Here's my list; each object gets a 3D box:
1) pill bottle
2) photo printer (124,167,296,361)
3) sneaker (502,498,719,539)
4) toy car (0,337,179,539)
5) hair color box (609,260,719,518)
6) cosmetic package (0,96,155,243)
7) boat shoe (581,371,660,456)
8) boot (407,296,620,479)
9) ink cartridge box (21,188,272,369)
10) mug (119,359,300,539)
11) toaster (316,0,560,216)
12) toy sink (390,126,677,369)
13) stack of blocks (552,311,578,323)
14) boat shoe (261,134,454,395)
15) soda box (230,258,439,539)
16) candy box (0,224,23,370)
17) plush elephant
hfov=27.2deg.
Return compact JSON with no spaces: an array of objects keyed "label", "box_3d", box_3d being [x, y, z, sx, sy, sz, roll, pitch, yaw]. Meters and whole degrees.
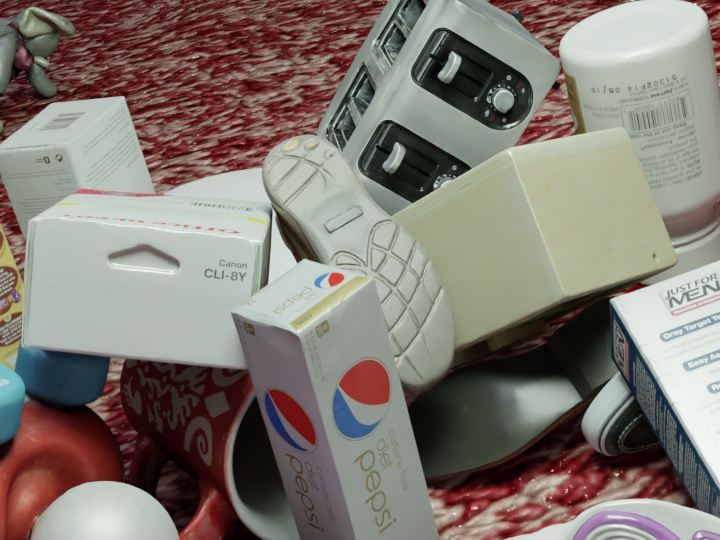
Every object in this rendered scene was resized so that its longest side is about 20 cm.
[{"label":"pill bottle","box_3d":[0.227,-0.097,1.155,0.113,0.202,0.115,-13,26,7]},{"label":"photo printer","box_3d":[-0.104,-0.004,1.252,0.165,0.070,0.201,-7,47,15]},{"label":"sneaker","box_3d":[0.121,0.167,0.823,0.198,0.076,0.099,-12,-7,19]},{"label":"toy car","box_3d":[-0.168,0.163,0.919,0.198,0.186,0.177,21,18,20]},{"label":"hair color box","box_3d":[0.231,0.089,0.871,0.099,0.061,0.201,-19,49,-5]},{"label":"cosmetic package","box_3d":[-0.234,-0.039,1.313,0.084,0.202,0.108,-2,27,24]},{"label":"boat shoe","box_3d":[0.241,0.072,0.964,0.199,0.072,0.071,-29,50,0]},{"label":"boot","box_3d":[0.117,0.093,1.023,0.199,0.075,0.074,-28,62,10]},{"label":"ink cartridge box","box_3d":[-0.134,0.000,0.979,0.143,0.084,0.200,5,8,-2]},{"label":"mug","box_3d":[-0.099,0.104,1.033,0.176,0.135,0.199,-19,21,-28]},{"label":"toaster","box_3d":[0.061,-0.142,1.221,0.182,0.118,0.200,-58,17,15]},{"label":"toy sink","box_3d":[0.097,-0.004,1.041,0.130,0.113,0.199,-13,-10,-44]},{"label":"stack of blocks","box_3d":[0.111,-0.022,1.238,0.114,0.059,0.201,-13,26,9]},{"label":"boat shoe","box_3d":[0.000,0.000,1.008,0.075,0.072,0.201,-24,67,-15]},{"label":"soda box","box_3d":[-0.013,0.099,0.912,0.063,0.202,0.068,14,39,44]},{"label":"candy box","box_3d":[-0.329,0.022,1.249,0.116,0.202,0.056,12,38,44]},{"label":"plush elephant","box_3d":[-0.471,-0.288,2.005,0.153,0.202,0.164,-9,12,-30]}]
